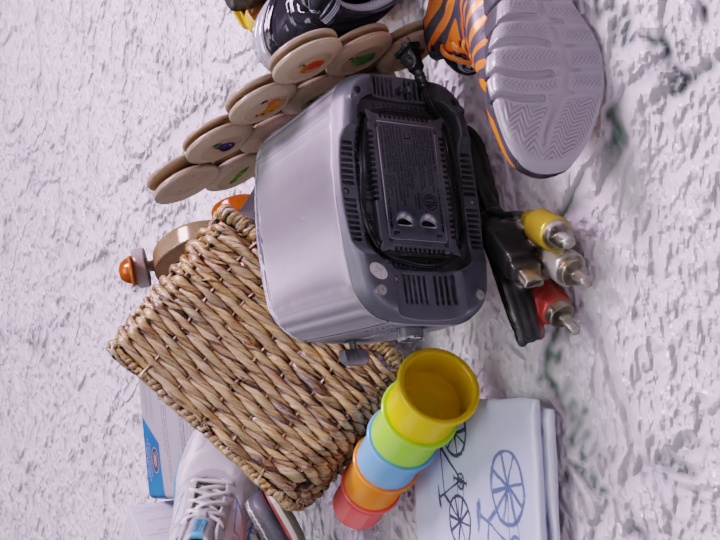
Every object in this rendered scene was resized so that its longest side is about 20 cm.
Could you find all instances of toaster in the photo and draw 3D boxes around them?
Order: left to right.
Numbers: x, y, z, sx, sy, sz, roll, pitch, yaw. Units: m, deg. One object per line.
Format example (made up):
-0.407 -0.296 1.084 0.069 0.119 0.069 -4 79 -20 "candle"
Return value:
0.001 -0.041 1.184 0.129 0.114 0.200 -25 68 51 "toaster"

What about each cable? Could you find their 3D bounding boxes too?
0.102 -0.024 1.190 0.200 0.050 0.097 -114 17 -57 "cable"

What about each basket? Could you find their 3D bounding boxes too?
-0.068 0.068 1.382 0.200 0.149 0.143 40 -179 9 "basket"

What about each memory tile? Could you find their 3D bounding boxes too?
-0.046 -0.108 1.229 0.200 0.153 0.017 -38 73 40 "memory tile"

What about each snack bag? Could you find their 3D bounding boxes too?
0.086 0.182 1.247 0.200 0.021 0.189 171 95 -66 "snack bag"

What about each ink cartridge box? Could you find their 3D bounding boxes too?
-0.123 0.126 1.579 0.200 0.086 0.147 -11 84 61 "ink cartridge box"

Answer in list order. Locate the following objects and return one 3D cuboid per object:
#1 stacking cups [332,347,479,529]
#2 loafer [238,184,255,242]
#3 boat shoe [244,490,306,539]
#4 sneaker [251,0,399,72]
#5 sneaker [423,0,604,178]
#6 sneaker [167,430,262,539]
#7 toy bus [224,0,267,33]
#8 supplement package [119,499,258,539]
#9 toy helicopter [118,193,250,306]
0.026 0.126 1.291 0.200 0.060 0.061 120 138 -56 "stacking cups"
-0.066 -0.047 1.458 0.073 0.072 0.200 -30 66 62 "loafer"
-0.057 0.259 1.410 0.071 0.062 0.200 -109 0 -64 "boat shoe"
0.008 -0.218 1.211 0.200 0.075 0.114 -58 14 -27 "sneaker"
0.094 -0.135 1.145 0.112 0.077 0.200 130 141 -59 "sneaker"
-0.118 0.203 1.401 0.087 0.075 0.200 88 -176 -62 "sneaker"
-0.062 -0.248 1.380 0.192 0.136 0.200 119 137 -67 "toy bus"
-0.137 0.312 1.604 0.200 0.109 0.114 57 142 44 "supplement package"
-0.163 0.009 1.591 0.200 0.132 0.079 -49 51 54 "toy helicopter"
